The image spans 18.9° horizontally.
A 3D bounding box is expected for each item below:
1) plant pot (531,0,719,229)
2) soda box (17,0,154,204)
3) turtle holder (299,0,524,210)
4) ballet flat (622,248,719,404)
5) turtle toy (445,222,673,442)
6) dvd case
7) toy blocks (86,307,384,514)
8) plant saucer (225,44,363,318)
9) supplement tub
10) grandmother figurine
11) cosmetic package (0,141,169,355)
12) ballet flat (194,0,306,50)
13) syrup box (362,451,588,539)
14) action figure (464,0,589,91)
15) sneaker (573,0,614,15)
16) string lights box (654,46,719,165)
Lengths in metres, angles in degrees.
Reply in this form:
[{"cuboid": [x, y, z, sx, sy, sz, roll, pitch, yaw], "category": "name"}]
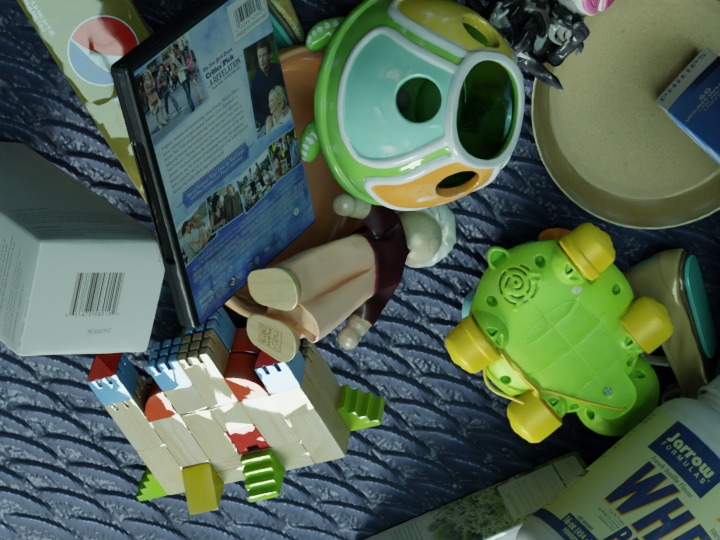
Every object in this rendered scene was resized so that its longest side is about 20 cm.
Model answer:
[{"cuboid": [0.222, -0.130, 1.618, 0.199, 0.027, 0.201, -3, 108, -10], "category": "plant pot"}, {"cuboid": [-0.164, -0.134, 1.530, 0.068, 0.064, 0.200, -31, 111, 1], "category": "soda box"}, {"cuboid": [0.053, -0.131, 1.489, 0.141, 0.132, 0.186, 38, 73, -36], "category": "turtle holder"}, {"cuboid": [0.255, 0.074, 1.684, 0.063, 0.069, 0.201, -12, 110, 24], "category": "ballet flat"}, {"cuboid": [0.156, 0.052, 1.628, 0.146, 0.101, 0.200, -39, 110, 6], "category": "turtle toy"}, {"cuboid": [-0.094, -0.081, 1.434, 0.143, 0.018, 0.201, -43, 134, -39], "category": "dvd case"}, {"cuboid": [-0.102, 0.087, 1.575, 0.199, 0.100, 0.137, -14, 128, 22], "category": "toy blocks"}, {"cuboid": [-0.054, -0.064, 1.541, 0.200, 0.037, 0.201, -22, 121, -42], "category": "plant saucer"}, {"cuboid": [0.229, 0.185, 1.586, 0.200, 0.145, 0.145, -39, 111, -8], "category": "supplement tub"}, {"cuboid": [0.000, 0.000, 1.542, 0.060, 0.200, 0.122, 30, 128, 26], "category": "grandmother figurine"}, {"cuboid": [-0.230, -0.020, 1.473, 0.107, 0.200, 0.085, 0, 111, -39], "category": "cosmetic package"}, {"cuboid": [-0.108, -0.224, 1.514, 0.200, 0.071, 0.071, 33, 100, -20], "category": "ballet flat"}, {"cuboid": [0.100, 0.225, 1.689, 0.199, 0.079, 0.082, -24, 110, -2], "category": "syrup box"}, {"cuboid": [0.139, -0.212, 1.531, 0.200, 0.119, 0.102, -43, 151, 1], "category": "action figure"}, {"cuboid": [0.171, -0.266, 1.457, 0.087, 0.074, 0.200, 29, 71, 18], "category": "sneaker"}, {"cuboid": [0.287, -0.084, 1.524, 0.103, 0.200, 0.059, 40, 98, -19], "category": "string lights box"}]
